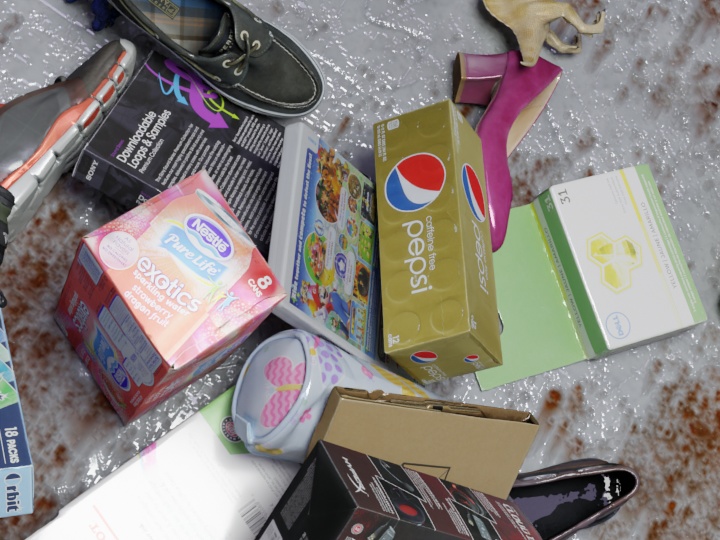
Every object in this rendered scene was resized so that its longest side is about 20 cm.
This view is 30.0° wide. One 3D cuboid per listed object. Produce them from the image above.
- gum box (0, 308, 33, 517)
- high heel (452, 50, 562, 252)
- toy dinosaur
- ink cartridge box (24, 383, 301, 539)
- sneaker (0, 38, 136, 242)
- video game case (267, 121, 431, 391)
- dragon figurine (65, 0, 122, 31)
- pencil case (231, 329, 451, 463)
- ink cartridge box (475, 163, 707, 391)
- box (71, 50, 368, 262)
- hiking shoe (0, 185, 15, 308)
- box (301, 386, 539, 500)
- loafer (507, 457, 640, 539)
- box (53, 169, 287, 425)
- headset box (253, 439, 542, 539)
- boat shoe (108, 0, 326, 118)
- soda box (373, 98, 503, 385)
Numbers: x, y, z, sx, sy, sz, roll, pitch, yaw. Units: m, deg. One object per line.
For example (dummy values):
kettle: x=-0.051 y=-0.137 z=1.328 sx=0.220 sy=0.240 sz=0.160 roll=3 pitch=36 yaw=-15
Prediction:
gum box: x=-0.322 y=0.096 z=0.863 sx=0.199 sy=0.045 sz=0.170 roll=-4 pitch=36 yaw=-20
high heel: x=0.130 y=-0.099 z=1.103 sx=0.095 sy=0.067 sz=0.201 roll=3 pitch=52 yaw=-8
toy dinosaur: x=0.153 y=-0.216 z=1.157 sx=0.101 sy=0.058 sz=0.201 roll=11 pitch=48 yaw=-15
ink cartridge box: x=-0.135 y=0.185 z=0.937 sx=0.200 sy=0.067 sz=0.117 roll=-34 pitch=87 yaw=-25
sneaker: x=-0.243 y=-0.109 z=0.989 sx=0.082 sy=0.077 sz=0.200 roll=35 pitch=66 yaw=1
video game case: x=0.000 y=0.000 z=0.993 sx=0.200 sy=0.018 sz=0.144 roll=38 pitch=50 yaw=-48
dragon figurine: x=-0.142 y=-0.258 z=1.030 sx=0.059 sy=0.200 sz=0.099 roll=52 pitch=30 yaw=-5
pencil case: x=0.004 y=0.113 z=0.956 sx=0.200 sy=0.083 sz=0.091 roll=29 pitch=102 yaw=-36
ink cartridge box: x=0.171 y=0.003 z=1.108 sx=0.199 sy=0.048 sz=0.146 roll=-14 pitch=78 yaw=-24
box: x=-0.100 y=-0.071 z=1.015 sx=0.200 sy=0.036 sz=0.143 roll=31 pitch=40 yaw=-8
hiking shoe: x=-0.334 y=-0.013 z=0.903 sx=0.199 sy=0.076 sz=0.101 roll=-4 pitch=73 yaw=6
box: x=0.021 y=0.177 z=0.933 sx=0.163 sy=0.021 sz=0.201 roll=10 pitch=112 yaw=-28
loafer: x=0.123 y=0.185 z=1.026 sx=0.199 sy=0.063 sz=0.072 roll=-16 pitch=79 yaw=-21
box: x=-0.135 y=0.025 z=0.913 sx=0.095 sy=0.200 sz=0.103 roll=-32 pitch=85 yaw=-24
headset box: x=0.025 y=0.214 z=0.894 sx=0.200 sy=0.075 sz=0.149 roll=23 pitch=107 yaw=-33
boat shoe: x=-0.108 y=-0.173 z=1.002 sx=0.200 sy=0.057 sz=0.069 roll=31 pitch=96 yaw=-22
soda box: x=0.056 y=-0.022 z=0.992 sx=0.068 sy=0.064 sz=0.201 roll=-16 pitch=58 yaw=22
